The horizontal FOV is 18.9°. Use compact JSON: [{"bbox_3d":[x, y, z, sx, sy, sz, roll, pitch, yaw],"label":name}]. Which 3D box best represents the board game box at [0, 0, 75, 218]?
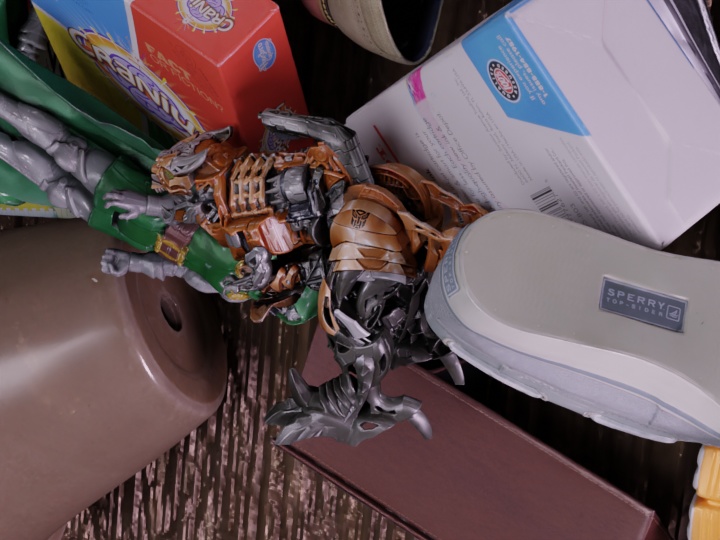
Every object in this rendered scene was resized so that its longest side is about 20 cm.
[{"bbox_3d":[-0.193,-0.131,1.193,0.134,0.029,0.202,3,103,35],"label":"board game box"}]

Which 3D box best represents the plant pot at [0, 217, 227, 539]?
[{"bbox_3d":[-0.168,0.052,1.140,0.173,0.200,0.202,-22,88,18],"label":"plant pot"}]

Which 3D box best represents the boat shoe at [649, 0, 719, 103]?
[{"bbox_3d":[0.123,-0.148,0.932,0.068,0.074,0.200,-31,97,-2],"label":"boat shoe"}]

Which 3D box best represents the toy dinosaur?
[{"bbox_3d":[0.000,0.000,0.943,0.199,0.102,0.137,29,132,37],"label":"toy dinosaur"}]

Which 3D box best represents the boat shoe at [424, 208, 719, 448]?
[{"bbox_3d":[0.120,0.032,0.874,0.199,0.071,0.072,21,158,-10],"label":"boat shoe"}]

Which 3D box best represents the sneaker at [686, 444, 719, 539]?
[{"bbox_3d":[0.193,0.042,0.931,0.077,0.078,0.202,12,112,19],"label":"sneaker"}]

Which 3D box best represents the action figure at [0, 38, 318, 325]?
[{"bbox_3d":[-0.105,-0.031,1.037,0.199,0.055,0.118,27,149,3],"label":"action figure"}]

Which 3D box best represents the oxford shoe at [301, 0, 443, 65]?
[{"bbox_3d":[0.026,-0.183,0.913,0.075,0.070,0.201,42,138,40],"label":"oxford shoe"}]

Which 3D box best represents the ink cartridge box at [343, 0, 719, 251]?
[{"bbox_3d":[0.070,-0.051,0.955,0.116,0.068,0.200,56,153,-4],"label":"ink cartridge box"}]

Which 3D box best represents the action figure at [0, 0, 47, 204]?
[{"bbox_3d":[-0.190,-0.134,1.115,0.118,0.054,0.202,1,97,55],"label":"action figure"}]

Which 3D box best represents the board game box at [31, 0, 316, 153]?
[{"bbox_3d":[-0.089,-0.093,1.042,0.153,0.040,0.200,36,162,25],"label":"board game box"}]

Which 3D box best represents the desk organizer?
[{"bbox_3d":[0.062,0.091,1.034,0.199,0.072,0.078,31,115,27],"label":"desk organizer"}]
